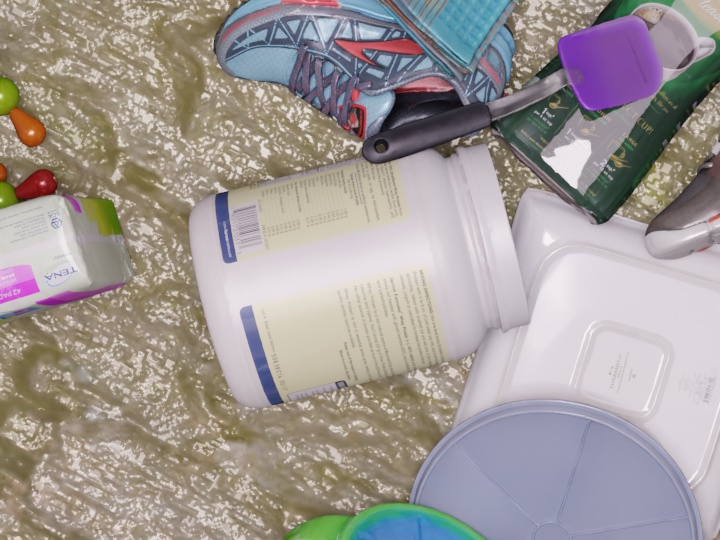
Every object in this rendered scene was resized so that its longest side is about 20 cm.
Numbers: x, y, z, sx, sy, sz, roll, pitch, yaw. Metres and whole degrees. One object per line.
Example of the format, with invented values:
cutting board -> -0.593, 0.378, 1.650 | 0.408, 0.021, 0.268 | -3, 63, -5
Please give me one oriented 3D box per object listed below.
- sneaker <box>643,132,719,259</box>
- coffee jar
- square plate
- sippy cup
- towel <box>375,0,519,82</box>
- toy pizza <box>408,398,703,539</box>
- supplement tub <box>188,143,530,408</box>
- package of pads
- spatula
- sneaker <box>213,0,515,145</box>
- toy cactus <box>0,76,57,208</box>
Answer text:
sneaker -> 0.262, -0.082, 1.395 | 0.200, 0.077, 0.082 | -33, 82, -9
coffee jar -> 0.187, -0.134, 1.381 | 0.104, 0.085, 0.200 | 43, 94, 6
square plate -> 0.178, 0.066, 1.423 | 0.198, 0.028, 0.200 | 17, 94, 1
sippy cup -> 0.023, 0.246, 1.383 | 0.178, 0.139, 0.130 | 52, 131, 33
towel -> 0.065, -0.241, 1.346 | 0.147, 0.022, 0.200 | 43, 64, -19
toy pizza -> 0.131, 0.175, 1.413 | 0.200, 0.032, 0.201 | 4, 112, 11
supplement tub -> 0.000, 0.000, 1.364 | 0.200, 0.145, 0.145 | -14, 93, 2
package of pads -> -0.238, 0.003, 1.341 | 0.154, 0.200, 0.068 | -18, 89, 3
spatula -> 0.095, -0.107, 1.324 | 0.200, 0.021, 0.057 | -21, 76, 1
sneaker -> -0.001, -0.130, 1.366 | 0.200, 0.079, 0.096 | 3, 58, 6
toy cactus -> -0.307, -0.101, 1.395 | 0.165, 0.102, 0.200 | -34, 96, 16
